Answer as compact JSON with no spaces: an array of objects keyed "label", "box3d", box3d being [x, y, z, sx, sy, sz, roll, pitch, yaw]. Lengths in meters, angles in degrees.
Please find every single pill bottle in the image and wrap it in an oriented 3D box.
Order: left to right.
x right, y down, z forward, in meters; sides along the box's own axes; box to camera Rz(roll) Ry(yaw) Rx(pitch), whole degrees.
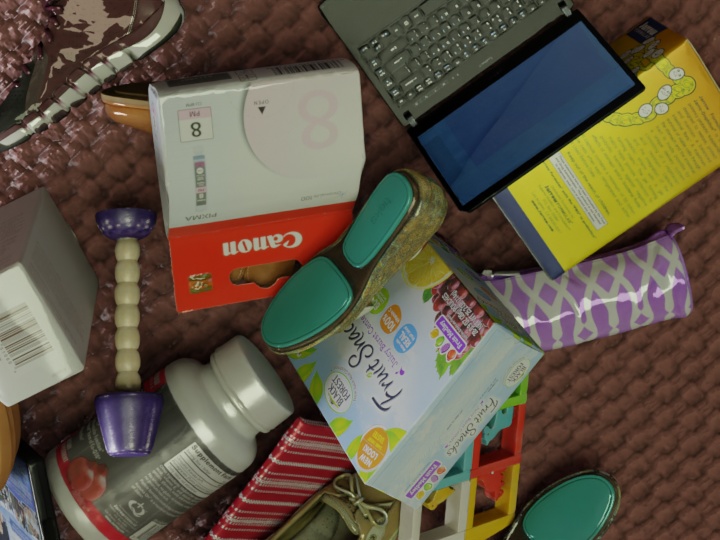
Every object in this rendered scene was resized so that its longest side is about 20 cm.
[{"label":"pill bottle","box3d":[-0.160,0.146,1.360,0.200,0.111,0.111,-36,109,6]}]

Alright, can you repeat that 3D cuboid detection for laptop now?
[{"label":"laptop","box3d":[0.093,-0.181,1.277,0.177,0.103,0.200,-35,101,5]}]

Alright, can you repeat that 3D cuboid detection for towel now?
[{"label":"towel","box3d":[-0.076,0.211,1.402,0.200,0.022,0.145,-53,151,12]}]

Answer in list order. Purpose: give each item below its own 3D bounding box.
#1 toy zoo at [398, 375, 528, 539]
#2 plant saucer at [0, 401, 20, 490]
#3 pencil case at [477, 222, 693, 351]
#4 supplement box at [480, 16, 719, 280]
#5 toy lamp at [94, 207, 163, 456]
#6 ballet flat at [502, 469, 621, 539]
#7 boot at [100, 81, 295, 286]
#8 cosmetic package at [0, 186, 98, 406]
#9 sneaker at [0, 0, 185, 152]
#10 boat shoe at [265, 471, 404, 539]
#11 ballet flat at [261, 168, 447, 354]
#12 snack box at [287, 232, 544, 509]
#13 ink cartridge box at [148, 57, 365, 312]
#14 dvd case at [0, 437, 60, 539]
[{"label":"toy zoo","box3d":[0.092,0.176,1.420,0.131,0.020,0.200,-12,114,-38]},{"label":"plant saucer","box3d":[-0.336,0.093,1.305,0.037,0.200,0.200,-24,115,-37]},{"label":"pencil case","box3d":[0.188,0.020,1.382,0.200,0.084,0.086,-13,100,-5]},{"label":"supplement box","box3d":[0.202,-0.104,1.326,0.200,0.109,0.110,-35,109,5]},{"label":"toy lamp","box3d":[-0.189,0.051,1.293,0.058,0.058,0.200,-2,80,-6]},{"label":"ballet flat","box3d":[0.166,0.257,1.469,0.072,0.072,0.200,38,103,-17]},{"label":"boot","box3d":[-0.129,-0.071,1.326,0.200,0.077,0.155,9,111,-17]},{"label":"cosmetic package","box3d":[-0.266,0.016,1.264,0.074,0.200,0.102,-26,109,2]},{"label":"sneaker","box3d":[-0.249,-0.188,1.272,0.200,0.076,0.116,-37,104,-4]},{"label":"boat shoe","box3d":[-0.032,0.231,1.389,0.201,0.073,0.063,-34,151,-15]},{"label":"ballet flat","box3d":[0.000,0.000,1.301,0.071,0.071,0.200,34,112,-16]},{"label":"snack box","box3d":[0.040,0.070,1.315,0.068,0.200,0.169,31,104,-33]},{"label":"ink cartridge box","box3d":[-0.077,-0.063,1.274,0.163,0.057,0.200,-10,110,-13]},{"label":"dvd case","box3d":[-0.286,0.230,1.370,0.018,0.143,0.200,-18,112,-28]}]
